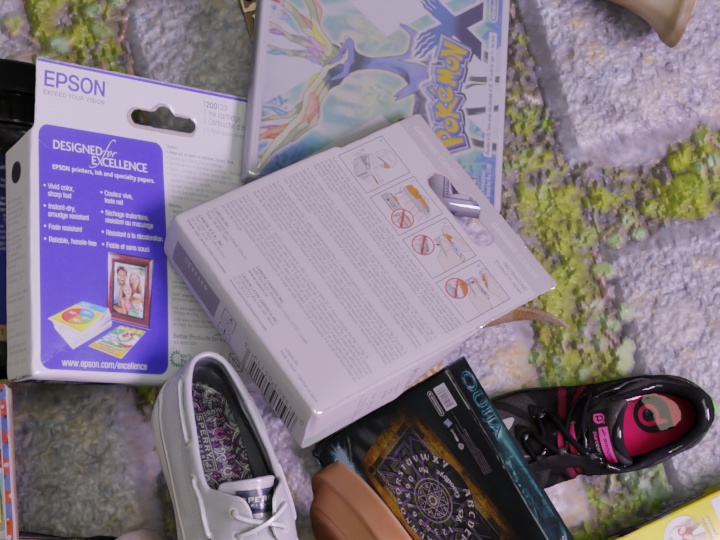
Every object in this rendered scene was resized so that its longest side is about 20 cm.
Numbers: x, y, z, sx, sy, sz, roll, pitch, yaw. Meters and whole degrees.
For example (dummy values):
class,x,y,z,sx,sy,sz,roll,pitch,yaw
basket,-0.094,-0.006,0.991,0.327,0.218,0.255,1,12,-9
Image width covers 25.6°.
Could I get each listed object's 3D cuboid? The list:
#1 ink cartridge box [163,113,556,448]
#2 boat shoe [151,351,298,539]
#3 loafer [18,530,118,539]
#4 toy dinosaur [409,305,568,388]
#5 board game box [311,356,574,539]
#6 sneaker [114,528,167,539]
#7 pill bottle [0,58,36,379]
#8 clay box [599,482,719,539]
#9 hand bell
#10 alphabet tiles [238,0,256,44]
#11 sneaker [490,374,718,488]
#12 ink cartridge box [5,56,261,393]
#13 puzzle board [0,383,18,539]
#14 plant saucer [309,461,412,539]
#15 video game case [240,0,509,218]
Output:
class,x,y,z,sx,sy,sz,roll,pitch,yaw
ink cartridge box,0.000,0.000,1.016,0.200,0.050,0.161,-25,68,-31
boat shoe,-0.070,0.141,0.945,0.072,0.069,0.200,-3,59,-23
loafer,-0.195,0.204,1.026,0.200,0.072,0.073,7,80,-5
toy dinosaur,0.032,0.035,1.094,0.200,0.058,0.101,-22,99,-1
board game box,0.066,0.172,1.038,0.028,0.135,0.200,-24,83,-53
sneaker,-0.154,0.262,0.981,0.071,0.080,0.200,6,116,-41
pill bottle,-0.243,-0.031,1.037,0.112,0.112,0.200,-1,82,-6
clay box,0.210,0.225,1.078,0.200,0.048,0.115,-23,84,-7
hand bell,0.135,-0.229,1.113,0.200,0.104,0.104,12,80,-2
alphabet tiles,-0.004,-0.205,1.142,0.167,0.008,0.200,-16,83,-8
sneaker,0.145,0.107,1.069,0.200,0.084,0.077,-16,83,-6
ink cartridge box,-0.136,-0.023,1.030,0.198,0.043,0.200,7,79,-42
puzzle board,-0.302,0.164,0.991,0.200,0.017,0.151,-15,68,19
plant saucer,0.023,0.212,0.982,0.032,0.200,0.200,-31,86,-13
video game case,0.015,-0.144,1.100,0.182,0.022,0.200,8,76,-16
